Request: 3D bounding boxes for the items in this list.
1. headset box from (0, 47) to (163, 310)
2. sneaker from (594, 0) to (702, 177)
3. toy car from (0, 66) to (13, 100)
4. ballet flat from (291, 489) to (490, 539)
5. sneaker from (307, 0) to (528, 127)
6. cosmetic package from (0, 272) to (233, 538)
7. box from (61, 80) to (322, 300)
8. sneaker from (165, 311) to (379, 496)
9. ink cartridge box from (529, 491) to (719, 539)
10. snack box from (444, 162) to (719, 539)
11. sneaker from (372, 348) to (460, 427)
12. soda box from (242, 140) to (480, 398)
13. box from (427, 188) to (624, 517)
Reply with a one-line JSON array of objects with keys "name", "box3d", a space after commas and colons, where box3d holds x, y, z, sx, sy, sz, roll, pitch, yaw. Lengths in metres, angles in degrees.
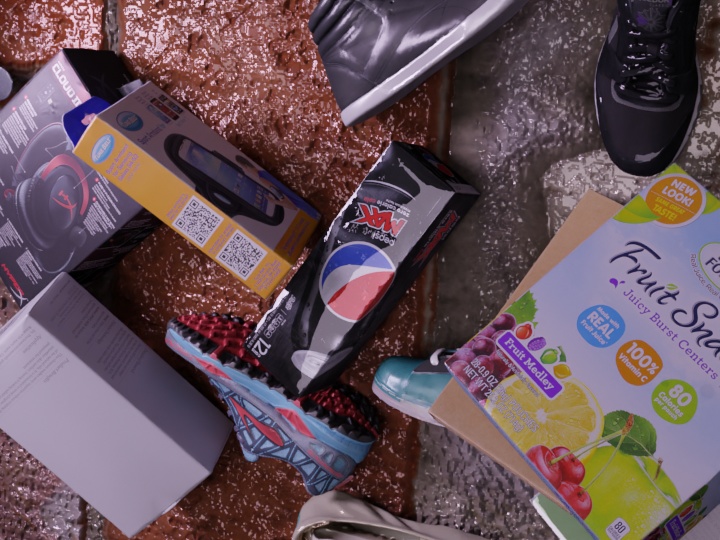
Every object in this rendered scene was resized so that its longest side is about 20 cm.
[{"name": "headset box", "box3d": [-0.241, -0.081, 0.970, 0.200, 0.075, 0.149, -38, 83, 25]}, {"name": "sneaker", "box3d": [0.189, -0.161, 0.754, 0.076, 0.088, 0.200, 12, 103, 22]}, {"name": "toy car", "box3d": [-0.408, -0.188, 0.999, 0.200, 0.158, 0.164, 43, 103, 0]}, {"name": "ballet flat", "box3d": [0.035, 0.230, 0.901, 0.200, 0.069, 0.070, 13, 104, 22]}, {"name": "sneaker", "box3d": [0.041, -0.195, 0.824, 0.200, 0.071, 0.099, -32, 90, 30]}, {"name": "cosmetic package", "box3d": [-0.219, 0.114, 0.954, 0.113, 0.081, 0.200, -38, 106, 24]}, {"name": "box", "box3d": [-0.126, -0.071, 0.864, 0.200, 0.119, 0.041, 39, 112, -7]}, {"name": "sneaker", "box3d": [-0.088, 0.112, 0.931, 0.200, 0.079, 0.096, 33, 112, 16]}, {"name": "ink cartridge box", "box3d": [0.235, 0.145, 0.769, 0.200, 0.048, 0.146, -40, 82, 4]}, {"name": "snack box", "box3d": [0.182, 0.058, 0.710, 0.200, 0.068, 0.169, -41, 58, -3]}, {"name": "sneaker", "box3d": [0.109, 0.077, 0.844, 0.200, 0.071, 0.080, 10, 102, 14]}, {"name": "soda box", "box3d": [0.000, 0.000, 0.865, 0.063, 0.071, 0.200, 41, 106, 15]}, {"name": "box", "box3d": [0.165, 0.059, 0.769, 0.163, 0.021, 0.200, 32, 82, 30]}]
